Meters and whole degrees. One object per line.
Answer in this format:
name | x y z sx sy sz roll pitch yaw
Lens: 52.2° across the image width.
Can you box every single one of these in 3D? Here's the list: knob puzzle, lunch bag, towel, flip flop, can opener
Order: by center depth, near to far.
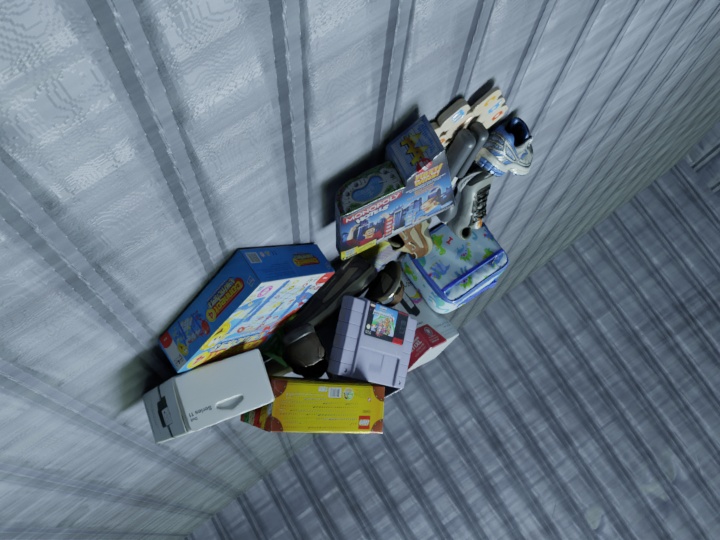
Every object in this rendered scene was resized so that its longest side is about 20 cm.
can opener | 0.153 -0.145 1.141 0.053 0.067 0.201 -29 165 -24
flip flop | 0.048 0.036 1.314 0.082 0.057 0.200 -54 -179 -10
towel | 0.000 0.000 1.361 0.199 0.023 0.143 -42 166 16
knob puzzle | -0.178 0.205 1.396 0.216 0.031 0.220 -25 -176 2
lunch bag | 0.198 -0.016 1.511 0.198 0.162 0.083 -29 165 -26

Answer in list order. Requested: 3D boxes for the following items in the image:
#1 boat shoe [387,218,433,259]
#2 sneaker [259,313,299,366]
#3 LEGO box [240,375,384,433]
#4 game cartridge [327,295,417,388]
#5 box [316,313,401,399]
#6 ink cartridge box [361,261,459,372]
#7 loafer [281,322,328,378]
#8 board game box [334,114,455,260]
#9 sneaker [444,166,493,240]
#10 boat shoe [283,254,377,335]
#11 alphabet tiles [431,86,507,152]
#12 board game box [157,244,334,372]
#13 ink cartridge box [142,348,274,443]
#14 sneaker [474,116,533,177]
boat shoe | 0.076 -0.070 1.250 0.073 0.077 0.201 -29 157 -5
sneaker | -0.135 0.126 1.294 0.074 0.084 0.199 -43 164 24
LEGO box | -0.079 0.217 1.198 0.196 0.079 0.148 7 173 -26
game cartridge | 0.026 0.123 1.245 0.198 0.038 0.133 22 82 -52
box | -0.018 0.166 1.417 0.102 0.203 0.182 -25 171 -12
ink cartridge box | 0.085 0.088 1.483 0.083 0.201 0.145 -46 163 27
loafer | -0.088 0.149 1.206 0.072 0.072 0.200 -27 163 -5
board game box | 0.048 -0.117 1.013 0.197 0.062 0.201 -26 160 -11
sneaker | 0.213 -0.130 1.367 0.073 0.080 0.201 -28 161 -25
boat shoe | -0.060 0.042 1.247 0.199 0.074 0.075 -38 171 -26
alphabet tiles | 0.134 -0.196 1.100 0.194 0.015 0.199 -39 166 12
board game box | -0.159 0.050 1.058 0.196 0.056 0.199 -45 164 24
ink cartridge box | -0.236 0.194 1.123 0.144 0.085 0.199 -16 173 -32
sneaker | 0.261 -0.212 1.242 0.086 0.077 0.199 -58 164 28
